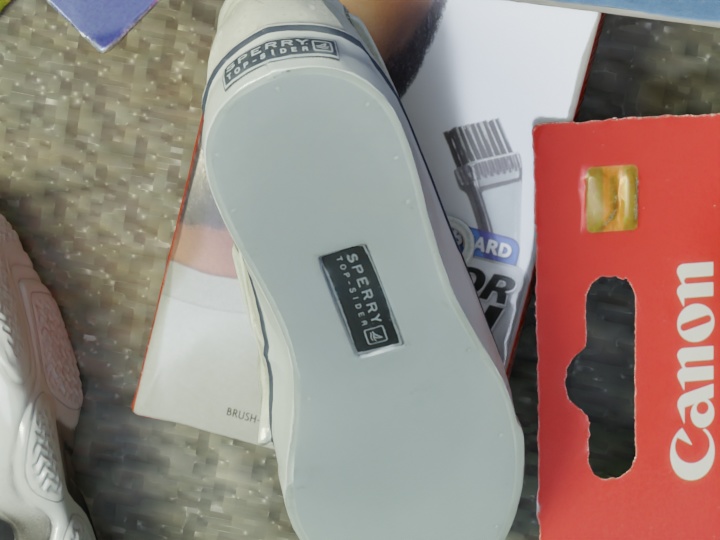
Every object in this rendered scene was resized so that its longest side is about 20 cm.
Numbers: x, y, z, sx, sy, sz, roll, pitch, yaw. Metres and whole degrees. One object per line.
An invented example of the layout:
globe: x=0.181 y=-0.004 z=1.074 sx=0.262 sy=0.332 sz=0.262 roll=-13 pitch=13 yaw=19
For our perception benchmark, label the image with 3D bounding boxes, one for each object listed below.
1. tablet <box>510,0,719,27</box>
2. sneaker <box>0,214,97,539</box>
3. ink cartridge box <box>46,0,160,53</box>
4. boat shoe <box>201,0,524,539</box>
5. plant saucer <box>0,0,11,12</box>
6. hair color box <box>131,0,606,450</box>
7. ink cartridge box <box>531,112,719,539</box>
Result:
tablet: x=0.091 y=-0.154 z=0.667 sx=0.129 sy=0.014 sz=0.201 roll=6 pitch=126 yaw=-9
sneaker: x=-0.141 y=0.079 z=0.806 sx=0.113 sy=0.076 sz=0.201 roll=-13 pitch=102 yaw=7
ink cartridge box: x=-0.079 y=-0.200 z=0.718 sx=0.200 sy=0.043 sz=0.196 roll=42 pitch=85 yaw=10
boat shoe: x=-0.005 y=0.001 z=0.715 sx=0.074 sy=0.086 sz=0.203 roll=-16 pitch=129 yaw=5
plant saucer: x=-0.209 y=-0.127 z=0.789 sx=0.200 sy=0.048 sz=0.200 roll=45 pitch=103 yaw=-3
hair color box: x=0.009 y=-0.042 z=0.772 sx=0.110 sy=0.064 sz=0.201 roll=15 pitch=101 yaw=5
ink cartridge box: x=0.153 y=0.030 z=0.747 sx=0.199 sy=0.050 sz=0.162 roll=-5 pitch=102 yaw=-14
